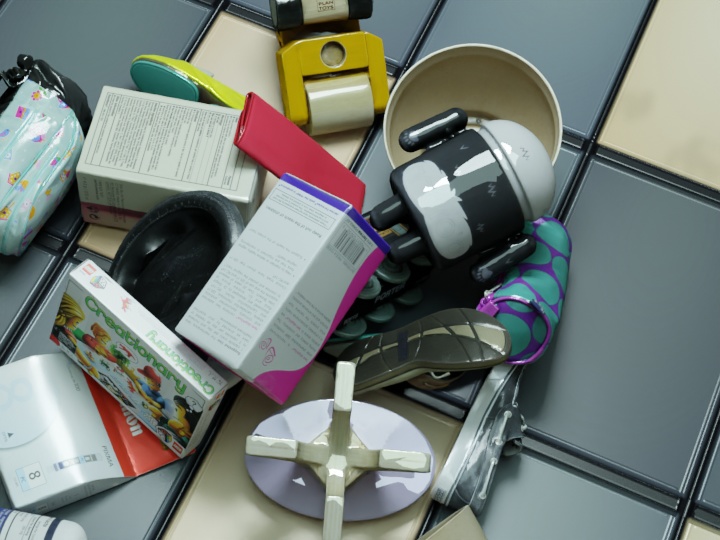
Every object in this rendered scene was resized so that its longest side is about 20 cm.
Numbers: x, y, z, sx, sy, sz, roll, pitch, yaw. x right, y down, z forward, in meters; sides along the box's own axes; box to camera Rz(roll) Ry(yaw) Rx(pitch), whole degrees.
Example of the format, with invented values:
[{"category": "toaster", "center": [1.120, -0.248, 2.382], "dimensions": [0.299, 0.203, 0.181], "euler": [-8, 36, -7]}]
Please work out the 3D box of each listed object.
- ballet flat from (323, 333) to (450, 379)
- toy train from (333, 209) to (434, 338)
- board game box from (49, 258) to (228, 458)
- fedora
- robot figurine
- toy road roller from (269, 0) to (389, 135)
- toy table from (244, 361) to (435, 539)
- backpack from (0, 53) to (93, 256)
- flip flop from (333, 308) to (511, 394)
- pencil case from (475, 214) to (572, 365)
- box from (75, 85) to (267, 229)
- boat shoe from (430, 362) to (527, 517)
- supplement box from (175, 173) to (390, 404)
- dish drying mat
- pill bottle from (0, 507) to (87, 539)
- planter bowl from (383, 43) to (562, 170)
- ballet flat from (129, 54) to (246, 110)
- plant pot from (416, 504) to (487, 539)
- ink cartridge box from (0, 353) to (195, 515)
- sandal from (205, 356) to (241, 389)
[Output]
[{"category": "ballet flat", "center": [0.061, 0.091, 1.734], "dimensions": [0.200, 0.067, 0.064], "euler": [-9, 87, -7]}, {"category": "toy train", "center": [0.000, 0.000, 1.742], "dimensions": [0.114, 0.085, 0.200], "euler": [37, 40, 23]}, {"category": "board game box", "center": [-0.235, 0.094, 1.648], "dimensions": [0.200, 0.126, 0.035], "euler": [40, 50, 10]}, {"category": "fedora", "center": [-0.184, 0.012, 1.717], "dimensions": [0.200, 0.092, 0.201], "euler": [-16, 60, 31]}, {"category": "robot figurine", "center": [0.109, -0.078, 1.674], "dimensions": [0.200, 0.150, 0.125], "euler": [-28, 37, -2]}, {"category": "toy road roller", "center": [-0.046, -0.270, 1.917], "dimensions": [0.123, 0.146, 0.200], "euler": [-10, 99, -10]}, {"category": "toy table", "center": [-0.020, 0.191, 1.616], "dimensions": [0.200, 0.117, 0.184], "euler": [-6, 81, -3]}, {"category": "backpack", "center": [-0.386, -0.119, 1.770], "dimensions": [0.127, 0.167, 0.200], "euler": [28, 68, 6]}, {"category": "flip flop", "center": [0.068, 0.097, 1.661], "dimensions": [0.200, 0.058, 0.081], "euler": [-17, 41, 21]}, {"category": "pencil case", "center": [0.181, 0.015, 1.733], "dimensions": [0.092, 0.085, 0.200], "euler": [48, 30, -15]}, {"category": "box", "center": [-0.211, -0.116, 1.803], "dimensions": [0.200, 0.109, 0.128], "euler": [11, 58, 2]}, {"category": "boat shoe", "center": [0.145, 0.171, 1.688], "dimensions": [0.068, 0.072, 0.200], "euler": [25, 61, 8]}, {"category": "supplement box", "center": [-0.078, 0.019, 1.608], "dimensions": [0.103, 0.101, 0.200], "euler": [27, 79, 36]}, {"category": "dish drying mat", "center": [-0.067, -0.120, 1.793], "dimensions": [0.018, 0.200, 0.077], "euler": [-19, 48, 36]}, {"category": "pill bottle", "center": [-0.336, 0.296, 1.556], "dimensions": [0.200, 0.111, 0.111], "euler": [11, 60, 2]}, {"category": "planter bowl", "center": [0.128, -0.145, 1.817], "dimensions": [0.200, 0.135, 0.200], "euler": [-1, 78, 3]}, {"category": "ballet flat", "center": [-0.181, -0.206, 1.892], "dimensions": [0.200, 0.067, 0.067], "euler": [30, 41, 9]}, {"category": "plant pot", "center": [0.089, 0.364, 1.526], "dimensions": [0.187, 0.187, 0.200], "euler": [-33, 82, -21]}, {"category": "ink cartridge box", "center": [-0.297, 0.156, 1.676], "dimensions": [0.200, 0.047, 0.160], "euler": [-20, 64, -14]}, {"category": "sandal", "center": [-0.100, 0.069, 1.737], "dimensions": [0.050, 0.082, 0.203], "euler": [51, 58, -25]}]
